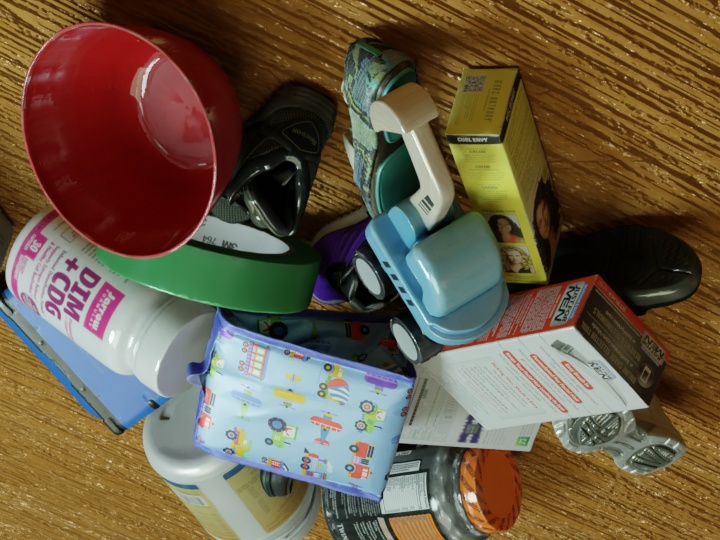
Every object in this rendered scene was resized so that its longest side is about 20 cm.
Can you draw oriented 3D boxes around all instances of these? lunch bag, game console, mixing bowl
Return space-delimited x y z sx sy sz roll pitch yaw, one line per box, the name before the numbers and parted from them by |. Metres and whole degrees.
lunch bag | -0.061 0.114 1.627 0.198 0.094 0.151 9 125 -7
game console | -0.289 0.062 1.881 0.170 0.119 0.200 -35 110 13
mixing bowl | -0.174 -0.121 1.493 0.199 0.108 0.202 13 116 28

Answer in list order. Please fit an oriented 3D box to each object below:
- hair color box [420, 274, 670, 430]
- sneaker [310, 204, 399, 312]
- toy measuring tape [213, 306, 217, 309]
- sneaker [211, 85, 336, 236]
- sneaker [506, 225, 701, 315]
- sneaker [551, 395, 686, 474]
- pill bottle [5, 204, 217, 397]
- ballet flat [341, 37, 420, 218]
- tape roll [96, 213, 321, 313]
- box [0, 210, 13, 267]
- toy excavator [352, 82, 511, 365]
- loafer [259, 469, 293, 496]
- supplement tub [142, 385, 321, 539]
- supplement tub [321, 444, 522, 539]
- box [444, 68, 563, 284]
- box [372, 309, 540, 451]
hair color box | 0.157 0.075 1.565 0.111 0.064 0.199 45 147 -25
sneaker | 0.000 0.000 1.632 0.069 0.100 0.200 31 143 -18
toy measuring tape | -0.148 0.038 1.798 0.073 0.074 0.200 20 163 -6
sneaker | -0.095 -0.071 1.563 0.076 0.115 0.199 30 147 -18
sneaker | 0.226 0.023 1.585 0.198 0.077 0.114 -9 141 38
sneaker | 0.231 0.125 1.710 0.078 0.100 0.200 -33 141 21
pill bottle | -0.231 0.028 1.694 0.199 0.113 0.114 33 153 25
ballet flat | 0.015 -0.121 1.498 0.074 0.075 0.201 11 143 8
tape roll | -0.136 -0.014 1.607 0.199 0.049 0.200 15 -169 -3
box | -0.467 -0.023 1.708 0.170 0.201 0.200 1 144 18
toy excavator | 0.061 -0.040 1.457 0.195 0.099 0.200 59 161 6
loafer | -0.059 0.159 1.749 0.072 0.073 0.201 6 141 -3
supplement tub | -0.136 0.211 1.954 0.144 0.145 0.200 -2 142 25
supplement tub | 0.067 0.243 1.935 0.199 0.123 0.123 -11 138 35
box | 0.124 -0.076 1.499 0.050 0.076 0.200 2 145 22
box | 0.090 0.108 1.724 0.198 0.036 0.145 5 129 -17
